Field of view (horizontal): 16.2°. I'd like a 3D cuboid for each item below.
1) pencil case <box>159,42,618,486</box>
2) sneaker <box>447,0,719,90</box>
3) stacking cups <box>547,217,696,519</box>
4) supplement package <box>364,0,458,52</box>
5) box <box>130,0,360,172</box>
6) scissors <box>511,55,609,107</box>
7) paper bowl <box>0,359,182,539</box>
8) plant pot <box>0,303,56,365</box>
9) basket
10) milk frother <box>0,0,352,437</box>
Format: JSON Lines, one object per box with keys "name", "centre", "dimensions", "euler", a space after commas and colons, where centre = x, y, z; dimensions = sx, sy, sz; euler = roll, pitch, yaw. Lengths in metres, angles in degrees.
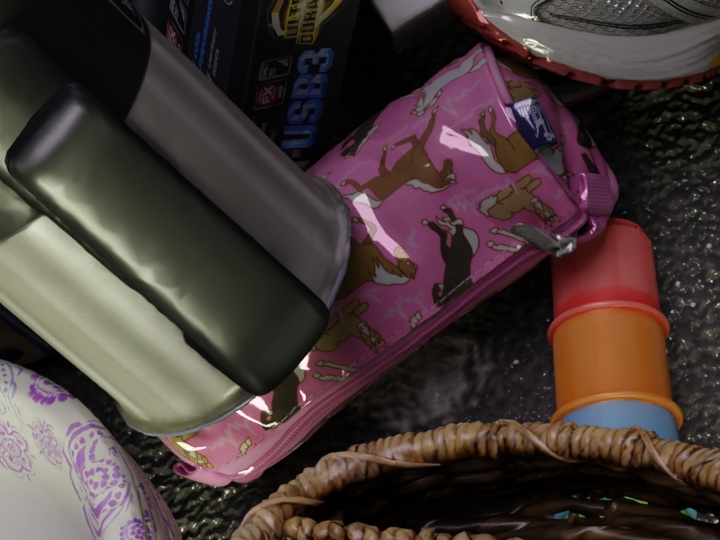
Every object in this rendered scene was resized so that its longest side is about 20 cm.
{"name": "pencil case", "centre": [0.000, 0.000, 0.965], "dimensions": [0.200, 0.083, 0.087], "euler": [-36, 18, 15]}
{"name": "sneaker", "centre": [0.125, -0.119, 0.960], "dimensions": [0.199, 0.083, 0.078], "euler": [-8, 24, -20]}
{"name": "stacking cups", "centre": [0.095, 0.073, 0.928], "dimensions": [0.060, 0.061, 0.201], "euler": [-10, 62, 13]}
{"name": "supplement package", "centre": [0.072, -0.188, 1.020], "dimensions": [0.199, 0.110, 0.114], "euler": [-30, 90, 2]}
{"name": "box", "centre": [-0.067, -0.129, 1.008], "dimensions": [0.049, 0.200, 0.199], "euler": [-15, 58, -21]}
{"name": "scissors", "centre": [0.138, -0.106, 1.026], "dimensions": [0.199, 0.073, 0.014], "euler": [-12, 44, -15]}
{"name": "paper bowl", "centre": [-0.158, 0.140, 0.954], "dimensions": [0.199, 0.104, 0.202], "euler": [-8, 62, 15]}
{"name": "plant pot", "centre": [-0.224, -0.047, 1.025], "dimensions": [0.199, 0.200, 0.181], "euler": [-15, 67, 11]}
{"name": "basket", "centre": [0.052, 0.110, 0.778], "dimensions": [0.199, 0.149, 0.144], "euler": [4, 71, 30]}
{"name": "milk frother", "centre": [-0.129, 0.001, 0.863], "dimensions": [0.200, 0.188, 0.181], "euler": [-40, 33, 11]}
